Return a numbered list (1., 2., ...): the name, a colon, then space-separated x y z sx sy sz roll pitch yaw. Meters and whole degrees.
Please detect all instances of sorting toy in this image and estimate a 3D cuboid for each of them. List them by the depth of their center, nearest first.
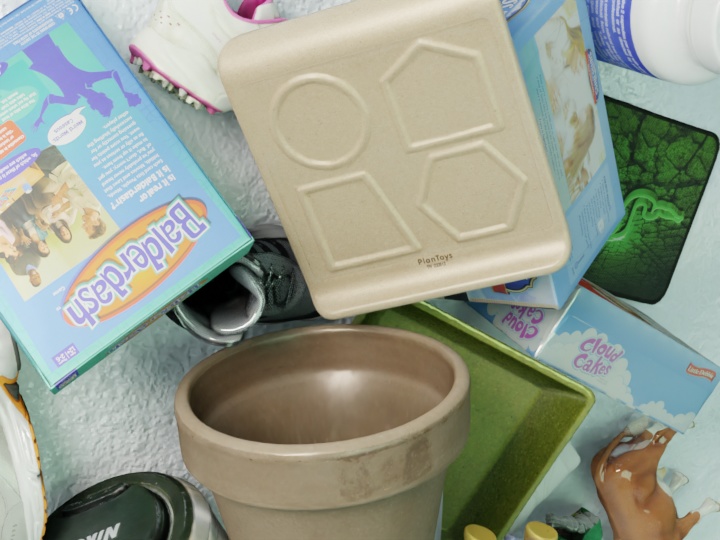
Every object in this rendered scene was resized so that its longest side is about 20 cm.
1. sorting toy: 0.024 -0.076 0.847 0.183 0.037 0.202 -12 115 18

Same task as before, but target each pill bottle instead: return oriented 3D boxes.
1. pill bottle: 0.217 -0.197 0.955 0.111 0.200 0.114 -11 115 -26

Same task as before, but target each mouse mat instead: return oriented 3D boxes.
1. mouse mat: 0.217 -0.059 1.127 0.198 0.008 0.163 11 102 -33

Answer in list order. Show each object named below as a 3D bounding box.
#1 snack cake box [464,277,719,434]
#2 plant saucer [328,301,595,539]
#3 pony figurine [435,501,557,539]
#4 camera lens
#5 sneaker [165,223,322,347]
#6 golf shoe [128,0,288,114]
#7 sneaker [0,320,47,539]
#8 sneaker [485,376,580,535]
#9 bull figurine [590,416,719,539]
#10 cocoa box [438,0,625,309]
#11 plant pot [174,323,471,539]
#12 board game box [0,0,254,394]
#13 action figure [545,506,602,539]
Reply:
1. snack cake box: 0.191 0.052 1.084 0.199 0.115 0.068 27 100 -36
2. plant saucer: 0.046 0.123 1.022 0.198 0.048 0.201 27 106 -15
3. pony figurine: 0.077 0.272 0.994 0.166 0.191 0.202 -30 140 -60
4. camera lens: -0.144 0.257 0.936 0.159 0.160 0.201 -35 123 -14
5. sneaker: -0.077 0.013 0.911 0.198 0.114 0.076 12 103 -34
6. golf shoe: -0.057 -0.129 0.895 0.199 0.075 0.092 28 90 -37
7. sneaker: -0.262 0.100 0.867 0.091 0.076 0.203 -14 108 -18
8. sneaker: 0.100 0.148 1.096 0.116 0.073 0.200 -48 127 -10
9. bull figurine: 0.270 0.222 1.233 0.121 0.065 0.201 -40 131 -21
10. cocoa box: 0.093 -0.093 0.937 0.133 0.130 0.202 -47 131 -42
11. plant pot: -0.018 0.152 0.891 0.198 0.200 0.177 -15 110 -26
12. board game box: -0.182 -0.051 0.803 0.151 0.045 0.201 -35 88 -14
13. action figure: 0.159 0.246 1.148 0.118 0.055 0.199 -45 163 30
